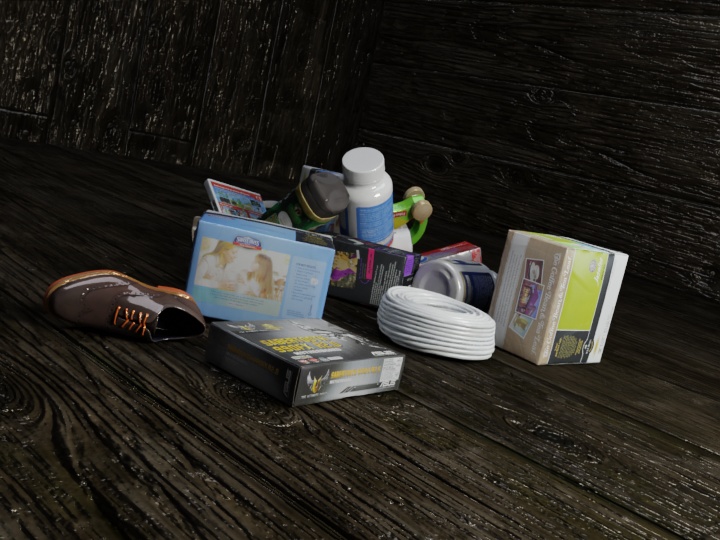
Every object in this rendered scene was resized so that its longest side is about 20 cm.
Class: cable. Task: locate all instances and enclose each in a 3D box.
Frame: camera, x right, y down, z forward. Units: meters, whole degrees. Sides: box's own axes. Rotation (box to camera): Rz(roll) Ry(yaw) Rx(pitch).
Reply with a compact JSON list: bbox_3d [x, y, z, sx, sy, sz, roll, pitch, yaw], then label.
[{"bbox_3d":[0.124,0.084,1.353,0.197,0.070,0.200,15,9,12],"label":"cable"}]

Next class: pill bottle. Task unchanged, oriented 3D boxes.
[{"bbox_3d":[0.194,0.038,1.604,0.110,0.113,0.198,19,10,37],"label":"pill bottle"},{"bbox_3d":[0.010,-0.133,1.644,0.110,0.202,0.113,-1,42,1],"label":"pill bottle"}]

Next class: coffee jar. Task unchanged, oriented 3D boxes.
[{"bbox_3d":[-0.116,-0.104,1.579,0.199,0.086,0.104,-34,-7,31],"label":"coffee jar"}]

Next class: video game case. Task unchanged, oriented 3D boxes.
[{"bbox_3d":[-0.222,-0.084,1.644,0.142,0.017,0.202,14,44,-48],"label":"video game case"}]

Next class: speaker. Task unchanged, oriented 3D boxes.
[{"bbox_3d":[0.008,-0.040,1.751,0.196,0.083,0.081,-6,10,-3],"label":"speaker"}]

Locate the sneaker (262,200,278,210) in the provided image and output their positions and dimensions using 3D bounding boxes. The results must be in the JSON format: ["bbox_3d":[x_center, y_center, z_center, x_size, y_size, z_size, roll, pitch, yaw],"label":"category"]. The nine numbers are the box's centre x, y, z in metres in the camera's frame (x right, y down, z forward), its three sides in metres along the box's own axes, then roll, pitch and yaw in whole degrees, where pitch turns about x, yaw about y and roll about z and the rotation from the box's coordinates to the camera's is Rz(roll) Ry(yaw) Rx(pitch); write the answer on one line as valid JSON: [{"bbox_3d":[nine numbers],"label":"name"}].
[{"bbox_3d":[-0.185,-0.086,1.819,0.072,0.114,0.199,-14,-6,29],"label":"sneaker"}]

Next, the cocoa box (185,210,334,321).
[{"bbox_3d":[-0.146,0.002,1.218,0.196,0.136,0.131,12,9,-7],"label":"cocoa box"}]

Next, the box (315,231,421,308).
[{"bbox_3d":[0.000,0.000,1.576,0.197,0.108,0.122,15,8,18],"label":"box"}]

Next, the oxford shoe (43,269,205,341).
[{"bbox_3d":[-0.280,0.047,1.019,0.197,0.072,0.072,7,15,-36],"label":"oxford shoe"}]

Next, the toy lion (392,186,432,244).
[{"bbox_3d":[0.048,-0.077,1.838,0.197,0.194,0.069,-10,44,-17],"label":"toy lion"}]

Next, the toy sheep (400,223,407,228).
[{"bbox_3d":[0.054,-0.081,2.072,0.136,0.140,0.199,16,10,21],"label":"toy sheep"}]

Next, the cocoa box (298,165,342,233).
[{"bbox_3d":[-0.069,-0.123,1.930,0.132,0.204,0.130,5,12,-44],"label":"cocoa box"}]

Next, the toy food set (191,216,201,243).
[{"bbox_3d":[-0.293,-0.085,1.831,0.141,0.061,0.200,10,10,-14],"label":"toy food set"}]

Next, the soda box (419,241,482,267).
[{"bbox_3d":[0.147,0.000,1.704,0.197,0.065,0.070,-15,18,-17],"label":"soda box"}]

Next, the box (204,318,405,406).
[{"bbox_3d":[-0.064,0.106,1.024,0.157,0.049,0.198,21,12,38],"label":"box"}]

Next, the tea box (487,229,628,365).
[{"bbox_3d":[0.340,0.047,1.465,0.195,0.204,0.133,5,12,-43],"label":"tea box"}]
